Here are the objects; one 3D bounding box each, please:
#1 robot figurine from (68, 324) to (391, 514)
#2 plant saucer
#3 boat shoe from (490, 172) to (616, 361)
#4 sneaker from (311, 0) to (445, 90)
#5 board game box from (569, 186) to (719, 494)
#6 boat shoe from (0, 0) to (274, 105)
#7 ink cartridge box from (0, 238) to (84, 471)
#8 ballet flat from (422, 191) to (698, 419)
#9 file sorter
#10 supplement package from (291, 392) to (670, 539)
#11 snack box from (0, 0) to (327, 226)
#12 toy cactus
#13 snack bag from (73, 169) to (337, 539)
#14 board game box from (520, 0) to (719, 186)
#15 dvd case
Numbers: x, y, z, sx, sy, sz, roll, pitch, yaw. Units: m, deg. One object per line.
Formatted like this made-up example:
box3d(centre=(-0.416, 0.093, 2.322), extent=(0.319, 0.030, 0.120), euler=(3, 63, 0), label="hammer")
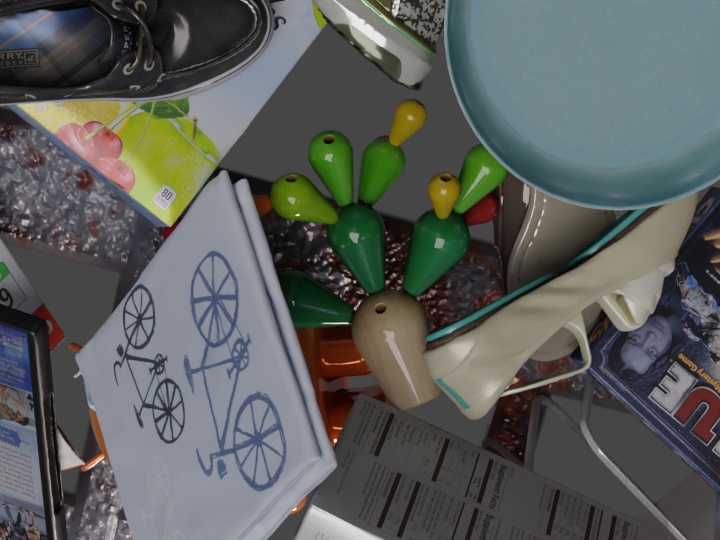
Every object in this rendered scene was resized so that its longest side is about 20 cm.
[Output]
box3d(centre=(-0.079, 0.077, 1.627), extent=(0.198, 0.117, 0.144), euler=(-5, 137, 10), label="robot figurine")
box3d(centre=(0.138, -0.132, 1.397), extent=(0.199, 0.027, 0.202), euler=(-3, 104, -11), label="plant saucer")
box3d(centre=(0.108, -0.046, 1.579), extent=(0.071, 0.060, 0.201), euler=(-13, 117, -22), label="boat shoe")
box3d(centre=(-0.015, -0.193, 1.458), extent=(0.200, 0.077, 0.089), euler=(42, 95, -19), label="sneaker")
box3d(centre=(0.242, 0.067, 1.594), extent=(0.200, 0.035, 0.136), euler=(41, 87, -11), label="board game box")
box3d(centre=(-0.142, -0.125, 1.443), extent=(0.198, 0.066, 0.071), euler=(-4, 93, -10), label="boat shoe")
box3d(centre=(-0.245, 0.037, 1.651), extent=(0.109, 0.050, 0.201), euler=(-17, 113, 41), label="ink cartridge box")
box3d(centre=(0.126, 0.020, 1.531), extent=(0.199, 0.069, 0.070), euler=(-32, 110, -16), label="ballet flat")
box3d(centre=(0.111, 0.166, 1.629), extent=(0.200, 0.139, 0.125), euler=(-40, 102, 21), label="file sorter")
box3d(centre=(0.049, 0.199, 1.497), extent=(0.199, 0.151, 0.152), euler=(24, 114, 1), label="supplement package")
box3d(centre=(-0.115, -0.153, 1.515), extent=(0.168, 0.068, 0.200), euler=(38, 84, -10), label="snack box")
box3d(centre=(0.000, 0.000, 1.548), extent=(0.199, 0.102, 0.166), euler=(-22, 94, -8), label="toy cactus")
box3d(centre=(-0.090, 0.076, 1.497), extent=(0.021, 0.190, 0.200), euler=(1, 146, -36), label="snack bag")
box3d(centre=(0.178, -0.166, 1.462), extent=(0.199, 0.097, 0.160), euler=(-27, 108, -4), label="board game box")
box3d(centre=(-0.247, 0.091, 1.644), extent=(0.142, 0.018, 0.201), euler=(18, 131, 22), label="dvd case")
